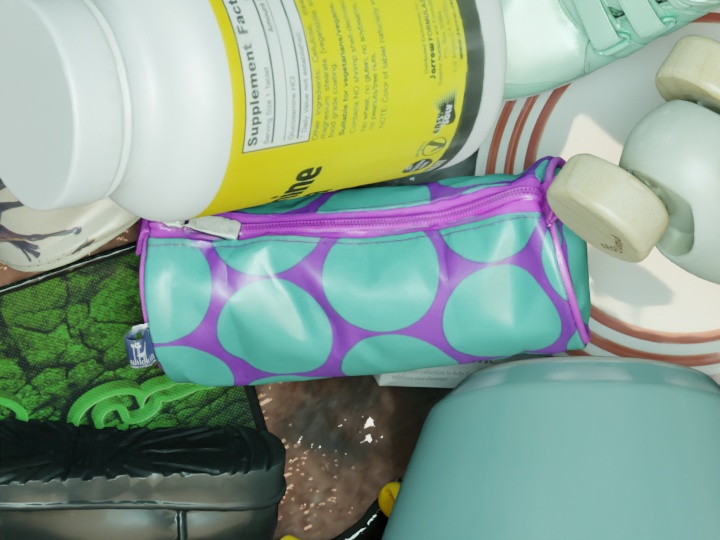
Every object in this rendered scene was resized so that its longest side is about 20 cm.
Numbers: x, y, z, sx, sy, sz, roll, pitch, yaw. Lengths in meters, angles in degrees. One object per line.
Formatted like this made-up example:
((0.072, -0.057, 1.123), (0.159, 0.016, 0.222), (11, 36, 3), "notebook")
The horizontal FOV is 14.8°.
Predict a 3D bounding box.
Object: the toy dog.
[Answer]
((0.172, -0.009, 1.142), (0.199, 0.096, 0.132), (21, 93, -37), "toy dog")

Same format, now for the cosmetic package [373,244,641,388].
((0.104, 0.013, 1.298), (0.199, 0.051, 0.083), (2, 111, -16), "cosmetic package")

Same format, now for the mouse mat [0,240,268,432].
((-0.145, 0.077, 1.282), (0.199, 0.008, 0.162), (-19, 117, -6), "mouse mat")

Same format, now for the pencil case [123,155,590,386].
((0.000, 0.000, 1.200), (0.199, 0.085, 0.093), (-6, 139, 12), "pencil case")

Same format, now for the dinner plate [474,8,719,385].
((0.149, -0.039, 1.239), (0.199, 0.024, 0.201), (-1, 111, -3), "dinner plate")

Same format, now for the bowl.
((0.101, 0.100, 1.218), (0.200, 0.201, 0.106), (7, 74, -18), "bowl")

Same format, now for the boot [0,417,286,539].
((-0.121, 0.154, 1.264), (0.197, 0.073, 0.163), (1, 110, -7), "boot")

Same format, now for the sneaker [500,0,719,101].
((0.113, -0.126, 1.133), (0.200, 0.118, 0.074), (-30, 100, 13), "sneaker")

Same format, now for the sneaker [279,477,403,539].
((0.049, 0.136, 1.322), (0.199, 0.078, 0.082), (-21, 116, -6), "sneaker")

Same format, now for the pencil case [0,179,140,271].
((-0.150, -0.103, 1.160), (0.089, 0.078, 0.201), (-30, 119, -14), "pencil case")

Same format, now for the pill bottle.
((-0.049, -0.082, 1.120), (0.199, 0.112, 0.113), (-12, 118, -32), "pill bottle")
